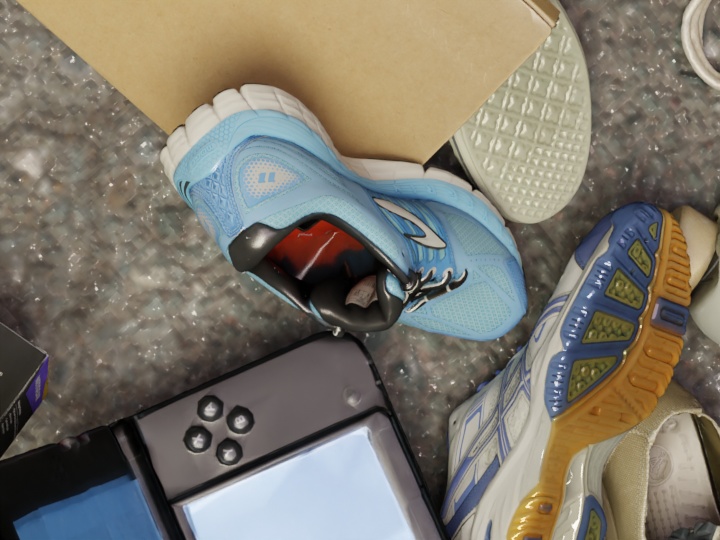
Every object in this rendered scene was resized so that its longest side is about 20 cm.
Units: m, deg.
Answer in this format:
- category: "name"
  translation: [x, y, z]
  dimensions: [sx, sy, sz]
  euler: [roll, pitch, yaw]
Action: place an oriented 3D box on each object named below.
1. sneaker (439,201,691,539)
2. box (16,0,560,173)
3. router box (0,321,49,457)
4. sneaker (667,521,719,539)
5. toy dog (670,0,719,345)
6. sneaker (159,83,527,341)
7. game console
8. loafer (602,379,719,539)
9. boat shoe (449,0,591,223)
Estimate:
- category: "sneaker"
  translation: [0.078, 0.059, 0.999]
  dimensions: [0.075, 0.088, 0.202]
  euler: [24, 88, -39]
- category: "box"
  translation: [-0.040, -0.119, 0.970]
  dimensions: [0.200, 0.021, 0.163]
  euler: [41, 117, -9]
- category: "router box"
  translation: [-0.251, 0.048, 0.910]
  dimensions: [0.199, 0.052, 0.158]
  euler: [34, 67, 5]
- category: "sneaker"
  translation: [0.138, 0.186, 0.988]
  dimensions: [0.086, 0.078, 0.200]
  euler: [29, 129, -16]
- category: "toy dog"
  translation: [0.206, -0.038, 1.023]
  dimensions: [0.131, 0.096, 0.202]
  euler: [13, 88, -11]
- category: "sneaker"
  translation: [0.000, 0.000, 0.949]
  dimensions: [0.199, 0.090, 0.078]
  euler: [22, 125, -42]
- category: "game console"
  translation: [-0.037, 0.140, 0.891]
  dimensions: [0.171, 0.119, 0.201]
  euler: [-23, 87, -6]
- category: "loafer"
  translation: [0.155, 0.142, 1.027]
  dimensions: [0.076, 0.067, 0.201]
  euler: [-25, 95, -10]
- category: "boat shoe"
  translation: [0.048, -0.115, 1.011]
  dimensions: [0.074, 0.062, 0.201]
  euler: [-31, 111, -12]
